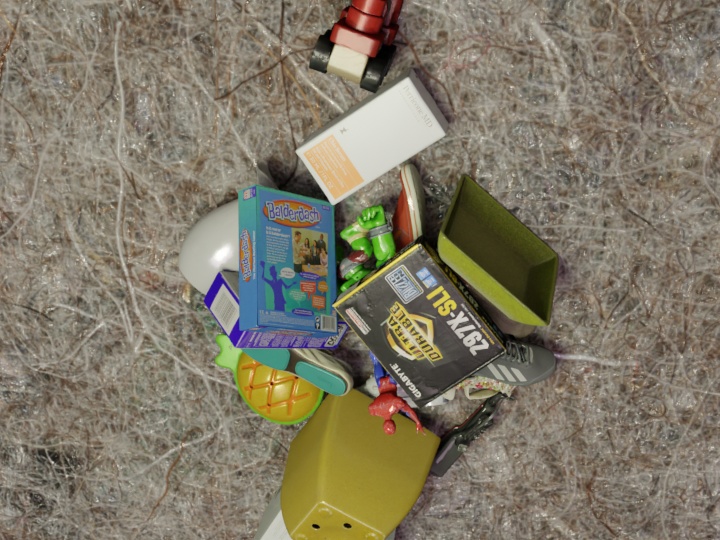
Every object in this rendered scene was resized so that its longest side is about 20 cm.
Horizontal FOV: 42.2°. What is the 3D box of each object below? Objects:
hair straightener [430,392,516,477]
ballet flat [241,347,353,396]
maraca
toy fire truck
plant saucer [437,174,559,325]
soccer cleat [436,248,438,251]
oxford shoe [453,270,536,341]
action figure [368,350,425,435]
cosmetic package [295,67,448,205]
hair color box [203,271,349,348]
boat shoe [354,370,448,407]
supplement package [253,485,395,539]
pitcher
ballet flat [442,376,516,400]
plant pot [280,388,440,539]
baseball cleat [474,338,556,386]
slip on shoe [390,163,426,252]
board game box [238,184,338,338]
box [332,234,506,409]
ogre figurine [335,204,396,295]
[{"bbox_3d":[0.180,0.272,1.521,0.041,0.077,0.200,40,112,-13],"label":"hair straightener"},{"bbox_3d":[-0.099,0.129,1.445,0.199,0.070,0.070,29,114,-1],"label":"ballet flat"},{"bbox_3d":[-0.147,0.160,1.511,0.200,0.107,0.137,44,95,4],"label":"maraca"},{"bbox_3d":[0.002,-0.361,1.228,0.128,0.176,0.201,21,114,0],"label":"toy fire truck"},{"bbox_3d":[0.190,-0.022,1.334,0.200,0.200,0.048,40,123,-9],"label":"plant saucer"},{"bbox_3d":[0.160,0.043,1.434,0.086,0.070,0.201,-35,127,-21],"label":"soccer cleat"},{"bbox_3d":[0.197,0.057,1.388,0.200,0.071,0.074,29,103,-34],"label":"oxford shoe"},{"bbox_3d":[0.052,0.185,1.448,0.065,0.200,0.099,-18,129,16],"label":"action figure"},{"bbox_3d":[0.017,-0.193,1.354,0.200,0.071,0.102,-31,105,19],"label":"cosmetic package"},{"bbox_3d":[-0.122,0.061,1.403,0.109,0.200,0.065,49,118,35],"label":"hair color box"},{"bbox_3d":[0.045,0.191,1.520,0.199,0.074,0.066,-5,85,15],"label":"boat shoe"},{"bbox_3d":[-0.063,0.453,1.593,0.200,0.151,0.152,31,113,-5],"label":"supplement package"},{"bbox_3d":[-0.164,-0.039,1.430,0.200,0.121,0.172,-43,112,10],"label":"pitcher"},{"bbox_3d":[0.162,0.172,1.454,0.199,0.076,0.064,3,109,-16],"label":"ballet flat"},{"bbox_3d":[-0.016,0.339,1.459,0.195,0.200,0.194,30,128,-7],"label":"plant pot"},{"bbox_3d":[0.209,0.126,1.387,0.199,0.070,0.107,2,153,-11],"label":"baseball cleat"},{"bbox_3d":[0.067,-0.063,1.403,0.061,0.074,0.201,3,118,11],"label":"slip on shoe"},{"bbox_3d":[-0.102,-0.010,1.327,0.045,0.152,0.201,-14,72,44],"label":"board game box"},{"bbox_3d":[0.085,0.074,1.310,0.159,0.049,0.200,-36,101,18],"label":"box"},{"bbox_3d":[0.000,0.000,1.390,0.200,0.098,0.120,-37,73,30],"label":"ogre figurine"}]
